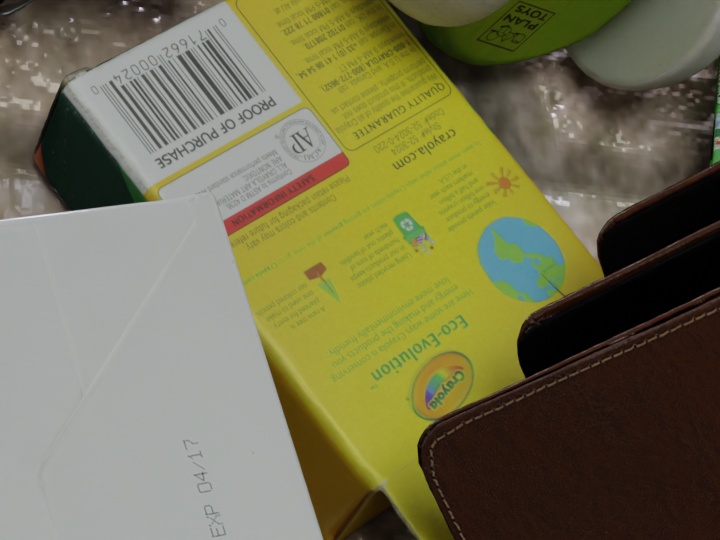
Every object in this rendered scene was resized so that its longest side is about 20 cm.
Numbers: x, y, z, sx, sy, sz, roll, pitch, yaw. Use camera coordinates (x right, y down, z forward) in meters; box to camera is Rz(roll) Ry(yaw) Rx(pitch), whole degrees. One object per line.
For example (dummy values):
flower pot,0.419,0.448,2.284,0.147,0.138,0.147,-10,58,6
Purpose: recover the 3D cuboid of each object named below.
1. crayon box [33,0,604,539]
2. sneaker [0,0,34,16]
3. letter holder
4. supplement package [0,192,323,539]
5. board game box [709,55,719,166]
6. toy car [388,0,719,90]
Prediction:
crayon box,0.000,0.000,0.837,0.127,0.051,0.200,-30,76,-32
sneaker,-0.136,-0.110,0.835,0.198,0.081,0.075,1,79,-14
letter holder,0.123,0.084,0.789,0.201,0.141,0.101,56,23,-17
supplement package,-0.098,0.099,0.706,0.155,0.111,0.201,-8,65,-26
board game box,0.231,-0.076,0.928,0.198,0.029,0.135,2,54,11
toy car,0.080,-0.168,0.880,0.174,0.200,0.150,10,40,-47
